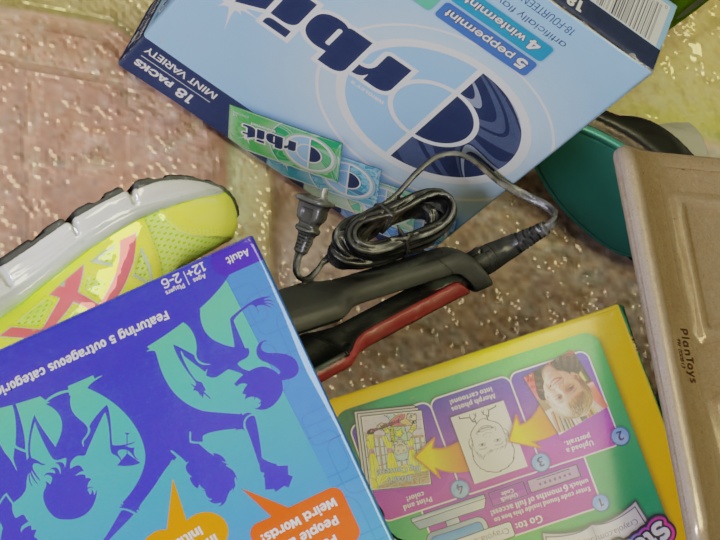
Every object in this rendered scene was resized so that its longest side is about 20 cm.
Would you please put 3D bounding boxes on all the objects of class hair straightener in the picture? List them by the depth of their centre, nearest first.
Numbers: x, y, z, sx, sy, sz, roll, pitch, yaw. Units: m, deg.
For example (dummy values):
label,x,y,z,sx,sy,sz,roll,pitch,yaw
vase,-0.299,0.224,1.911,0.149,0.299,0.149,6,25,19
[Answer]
label,x,y,z,sx,sy,sz,roll,pitch,yaw
hair straightener,0.000,0.000,1.113,0.200,0.041,0.077,-23,118,-24

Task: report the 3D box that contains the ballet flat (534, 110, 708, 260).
label,x,y,z,sx,sy,sz,roll,pitch,yaw
ballet flat,0.159,-0.025,1.291,0.200,0.068,0.068,42,44,-19

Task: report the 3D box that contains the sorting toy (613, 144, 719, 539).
label,x,y,z,sx,sy,sz,roll,pitch,yaw
sorting toy,0.195,0.042,1.117,0.200,0.036,0.185,6,64,-32

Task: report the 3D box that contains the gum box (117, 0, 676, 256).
label,x,y,z,sx,sy,sz,roll,pitch,yaw
gum box,0.011,-0.102,1.150,0.170,0.200,0.045,33,53,-13

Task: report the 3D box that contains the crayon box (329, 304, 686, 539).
label,x,y,z,sx,sy,sz,roll,pitch,yaw
crayon box,0.036,0.103,1.112,0.200,0.058,0.119,-17,77,-9

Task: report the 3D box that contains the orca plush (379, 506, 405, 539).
label,x,y,z,sx,sy,sz,roll,pitch,yaw
orca plush,0.016,0.120,1.038,0.200,0.105,0.071,23,33,26

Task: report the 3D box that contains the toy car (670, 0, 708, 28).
label,x,y,z,sx,sy,sz,roll,pitch,yaw
toy car,0.061,-0.163,1.276,0.200,0.158,0.164,-35,83,-8

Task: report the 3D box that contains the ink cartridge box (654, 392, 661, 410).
label,x,y,z,sx,sy,sz,roll,pitch,yaw
ink cartridge box,0.211,0.090,1.211,0.200,0.145,0.083,-8,72,-32

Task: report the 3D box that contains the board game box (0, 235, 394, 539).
label,x,y,z,sx,sy,sz,roll,pitch,yaw
board game box,-0.066,0.109,0.964,0.152,0.045,0.200,-25,79,-5

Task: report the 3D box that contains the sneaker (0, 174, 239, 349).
label,x,y,z,sx,sy,sz,roll,pitch,yaw
sneaker,-0.124,0.032,1.093,0.200,0.078,0.090,-33,87,-25
